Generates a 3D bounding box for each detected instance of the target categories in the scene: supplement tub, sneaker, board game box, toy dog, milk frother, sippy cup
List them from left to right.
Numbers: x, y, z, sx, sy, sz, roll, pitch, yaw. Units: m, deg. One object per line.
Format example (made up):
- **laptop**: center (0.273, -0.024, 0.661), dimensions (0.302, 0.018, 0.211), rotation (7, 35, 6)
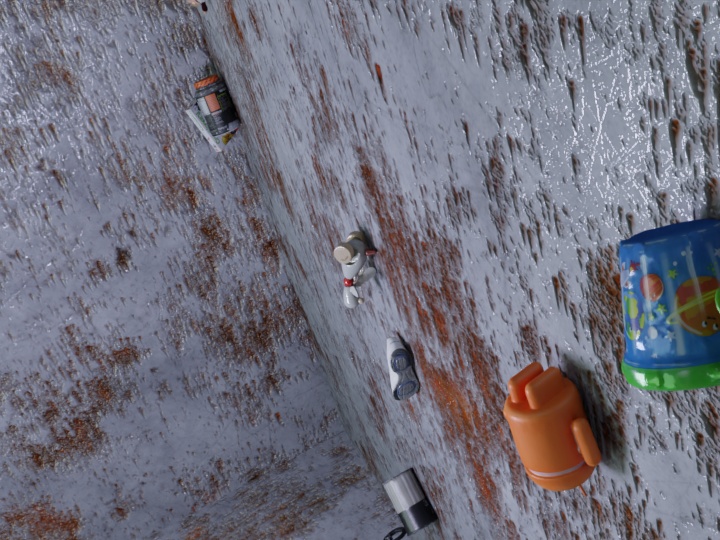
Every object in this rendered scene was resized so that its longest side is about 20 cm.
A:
- **board game box**: center (-0.558, -0.564, 3.060), dimensions (0.034, 0.127, 0.201), rotation (-2, 136, 42)
- **supplement tub**: center (-0.528, -0.604, 2.978), dimensions (0.122, 0.121, 0.204), rotation (33, 145, 67)
- **toy dog**: center (0.000, 0.000, 2.000), dimensions (0.094, 0.133, 0.202), rotation (12, 145, 23)
- **milk frother**: center (0.127, 0.799, 2.730), dimensions (0.191, 0.197, 0.181), rotation (61, 171, 16)
- **sneaker**: center (0.106, 0.257, 2.125), dimensions (0.088, 0.073, 0.203), rotation (-112, 12, -51)
- **sippy cup**: center (0.297, 0.026, 0.748), dimensions (0.176, 0.138, 0.133), rotation (-10, 95, 52)

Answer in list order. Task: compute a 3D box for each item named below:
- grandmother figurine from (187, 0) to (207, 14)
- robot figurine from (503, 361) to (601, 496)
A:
- **grandmother figurine**: center (-0.512, -0.868, 2.565), dimensions (0.123, 0.060, 0.200), rotation (61, 173, -21)
- **robot figurine**: center (0.283, 0.239, 1.212), dimensions (0.203, 0.141, 0.117), rotation (68, -155, -16)
